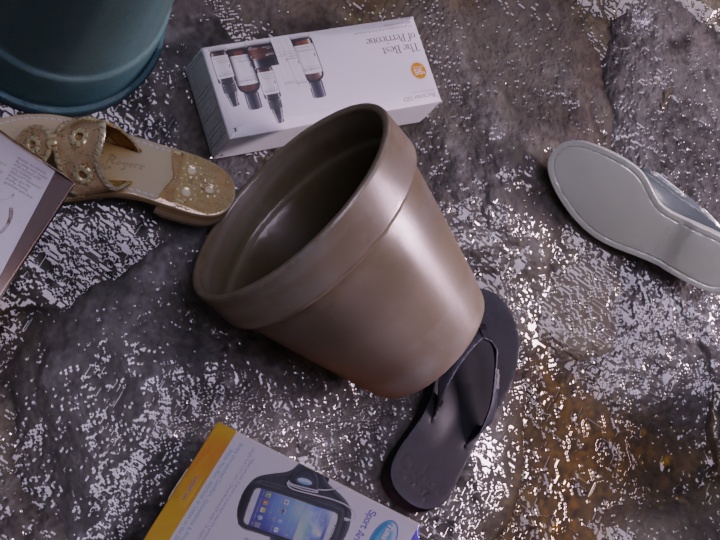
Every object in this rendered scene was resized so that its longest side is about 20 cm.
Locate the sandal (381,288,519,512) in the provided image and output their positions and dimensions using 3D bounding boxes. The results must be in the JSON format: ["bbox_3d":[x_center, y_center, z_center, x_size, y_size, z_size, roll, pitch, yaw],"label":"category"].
[{"bbox_3d":[0.083,0.105,1.491,0.076,0.043,0.201,29,64,-14],"label":"sandal"}]

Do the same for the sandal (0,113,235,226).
[{"bbox_3d":[-0.193,-0.091,1.403,0.211,0.070,0.078,13,60,-15],"label":"sandal"}]

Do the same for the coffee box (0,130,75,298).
[{"bbox_3d":[-0.298,0.008,1.309,0.080,0.114,0.200,34,63,-10],"label":"coffee box"}]

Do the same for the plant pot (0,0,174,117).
[{"bbox_3d":[-0.211,-0.245,1.385,0.199,0.196,0.201,8,69,-23],"label":"plant pot"}]

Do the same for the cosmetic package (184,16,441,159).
[{"bbox_3d":[-0.037,-0.153,1.516,0.199,0.051,0.083,-13,80,-27],"label":"cosmetic package"}]

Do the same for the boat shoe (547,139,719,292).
[{"bbox_3d":[0.250,-0.052,1.621,0.200,0.073,0.062,33,20,-4],"label":"boat shoe"}]

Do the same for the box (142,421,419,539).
[{"bbox_3d":[-0.050,0.208,1.356,0.199,0.042,0.119,27,62,11],"label":"box"}]

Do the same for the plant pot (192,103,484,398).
[{"bbox_3d":[0.000,0.000,1.420,0.174,0.200,0.200,44,60,-24],"label":"plant pot"}]
